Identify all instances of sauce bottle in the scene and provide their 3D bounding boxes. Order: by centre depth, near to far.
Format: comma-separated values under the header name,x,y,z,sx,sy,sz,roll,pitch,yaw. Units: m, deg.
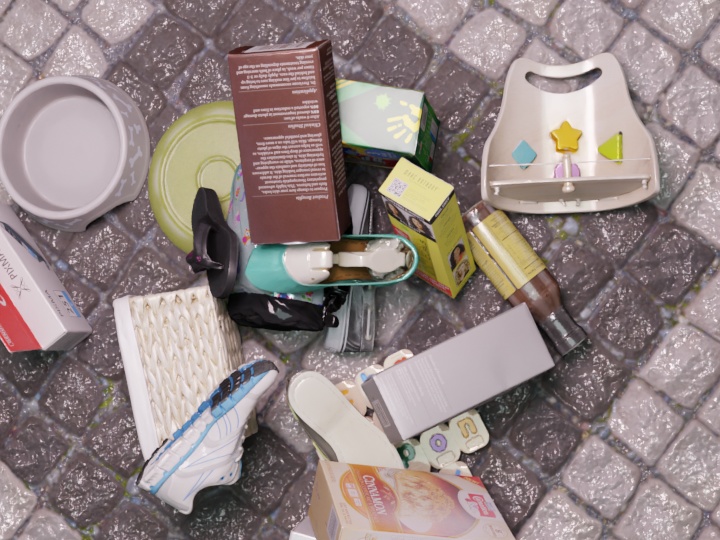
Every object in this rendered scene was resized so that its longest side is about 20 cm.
name,x,y,z,sx,sy,sz,roll,pitch,yaw
sauce bottle,0.188,0.010,1.400,0.064,0.065,0.201,-36,84,5

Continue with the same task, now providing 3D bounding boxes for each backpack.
name,x,y,z,sx,sy,sz,roll,pitch,yaw
backpack,-0.091,-0.034,1.383,0.125,0.166,0.203,10,84,-34

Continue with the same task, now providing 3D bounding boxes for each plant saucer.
name,x,y,z,sx,sy,sz,roll,pitch,yaw
plant saucer,-0.172,-0.112,1.476,0.197,0.031,0.203,0,87,8

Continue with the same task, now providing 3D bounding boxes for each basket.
name,x,y,z,sx,sy,sz,roll,pitch,yaw
basket,-0.203,0.120,1.422,0.122,0.136,0.203,-12,87,4

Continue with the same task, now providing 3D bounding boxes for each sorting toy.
name,x,y,z,sx,sy,sz,roll,pitch,yaw
sorting toy,0.240,-0.164,1.388,0.197,0.107,0.183,-2,80,9

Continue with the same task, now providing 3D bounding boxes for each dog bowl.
name,x,y,z,sx,sy,sz,roll,pitch,yaw
dog bowl,-0.366,-0.150,1.493,0.197,0.059,0.203,0,87,9

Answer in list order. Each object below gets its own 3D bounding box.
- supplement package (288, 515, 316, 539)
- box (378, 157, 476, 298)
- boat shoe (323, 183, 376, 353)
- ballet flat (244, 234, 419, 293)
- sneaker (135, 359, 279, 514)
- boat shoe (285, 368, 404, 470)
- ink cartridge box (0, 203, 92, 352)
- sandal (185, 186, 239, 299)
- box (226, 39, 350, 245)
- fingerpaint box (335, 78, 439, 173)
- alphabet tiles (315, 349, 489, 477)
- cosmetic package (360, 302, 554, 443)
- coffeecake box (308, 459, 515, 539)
name,x,y,z,sx,sy,sz,roll,pitch,yaw
supplement package,0.009,0.375,1.384,0.197,0.120,0.123,14,90,9
box,0.078,-0.044,1.344,0.075,0.200,0.050,32,76,23
boat shoe,0.000,0.000,1.434,0.070,0.072,0.203,7,91,-10
ballet flat,-0.025,-0.014,1.296,0.197,0.070,0.068,-3,85,-20
sneaker,-0.152,0.186,1.325,0.087,0.075,0.200,43,93,-13
boat shoe,-0.016,0.197,1.407,0.072,0.060,0.202,-40,101,-10
ink cartridge box,-0.420,0.005,1.435,0.044,0.176,0.201,-36,83,5
sandal,-0.180,-0.031,1.371,0.047,0.201,0.076,7,115,-23
box,-0.072,-0.133,1.243,0.099,0.075,0.203,-2,106,12
fingerpaint box,-0.002,-0.164,1.367,0.164,0.200,0.075,10,90,8
alphabet tiles,0.050,0.207,1.438,0.198,0.015,0.197,-28,84,7
cosmetic package,0.110,0.119,1.362,0.198,0.107,0.091,-27,83,-13
coffeecake box,0.054,0.285,1.323,0.197,0.154,0.074,9,106,-14
